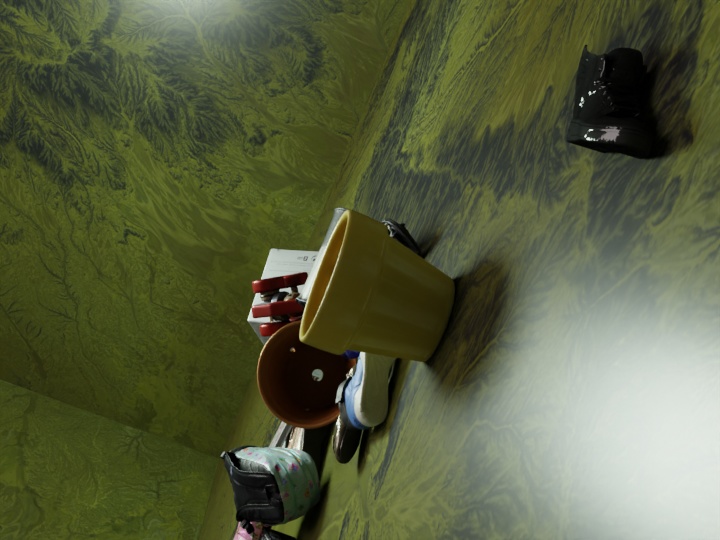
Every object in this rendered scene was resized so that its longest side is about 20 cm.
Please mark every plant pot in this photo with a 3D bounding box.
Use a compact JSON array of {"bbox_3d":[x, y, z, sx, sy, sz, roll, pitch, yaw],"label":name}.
[{"bbox_3d":[0.029,0.041,1.302,0.201,0.185,0.205,-158,90,-81],"label":"plant pot"},{"bbox_3d":[-0.092,0.204,1.749,0.140,0.196,0.204,52,-122,-80],"label":"plant pot"}]

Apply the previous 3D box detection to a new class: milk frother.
[{"bbox_3d":[0.000,0.000,1.608,0.200,0.177,0.192,125,169,-80],"label":"milk frother"}]

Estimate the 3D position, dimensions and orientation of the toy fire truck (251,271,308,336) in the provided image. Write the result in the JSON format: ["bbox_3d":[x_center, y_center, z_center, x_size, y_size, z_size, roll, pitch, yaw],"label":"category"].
[{"bbox_3d":[-0.115,0.061,1.784,0.198,0.165,0.115,-11,-89,-57],"label":"toy fire truck"}]

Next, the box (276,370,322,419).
[{"bbox_3d":[-0.139,0.275,2.156,0.049,0.081,0.203,119,168,-47],"label":"box"}]

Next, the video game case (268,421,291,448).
[{"bbox_3d":[-0.152,0.317,1.889,0.203,0.018,0.143,-63,3,-3],"label":"video game case"}]

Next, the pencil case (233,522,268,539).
[{"bbox_3d":[-0.277,0.665,2.137,0.204,0.085,0.083,-71,-22,-10],"label":"pencil case"}]

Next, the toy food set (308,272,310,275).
[{"bbox_3d":[-0.042,0.034,1.913,0.197,0.049,0.202,1,62,41],"label":"toy food set"}]

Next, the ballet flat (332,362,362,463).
[{"bbox_3d":[-0.019,0.240,1.539,0.068,0.045,0.203,70,-153,-46],"label":"ballet flat"}]

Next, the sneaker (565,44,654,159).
[{"bbox_3d":[0.245,-0.170,0.869,0.200,0.059,0.107,-104,31,-80],"label":"sneaker"}]

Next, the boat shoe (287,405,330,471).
[{"bbox_3d":[-0.115,0.335,1.833,0.071,0.075,0.203,-18,44,41],"label":"boat shoe"}]

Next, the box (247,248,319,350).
[{"bbox_3d":[-0.126,0.070,2.054,0.132,0.194,0.204,64,-145,-53],"label":"box"}]

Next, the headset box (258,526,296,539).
[{"bbox_3d":[-0.179,0.603,1.685,0.149,0.074,0.204,147,143,-76],"label":"headset box"}]

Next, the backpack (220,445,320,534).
[{"bbox_3d":[-0.169,0.409,1.713,0.198,0.125,0.170,-12,98,54],"label":"backpack"}]

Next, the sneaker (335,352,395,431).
[{"bbox_3d":[0.012,0.167,1.482,0.111,0.075,0.204,-36,40,57],"label":"sneaker"}]

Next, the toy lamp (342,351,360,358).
[{"bbox_3d":[-0.007,0.127,1.581,0.200,0.057,0.059,30,-100,-79],"label":"toy lamp"}]

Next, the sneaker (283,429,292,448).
[{"bbox_3d":[-0.147,0.393,1.953,0.115,0.074,0.203,-87,22,-71],"label":"sneaker"}]
